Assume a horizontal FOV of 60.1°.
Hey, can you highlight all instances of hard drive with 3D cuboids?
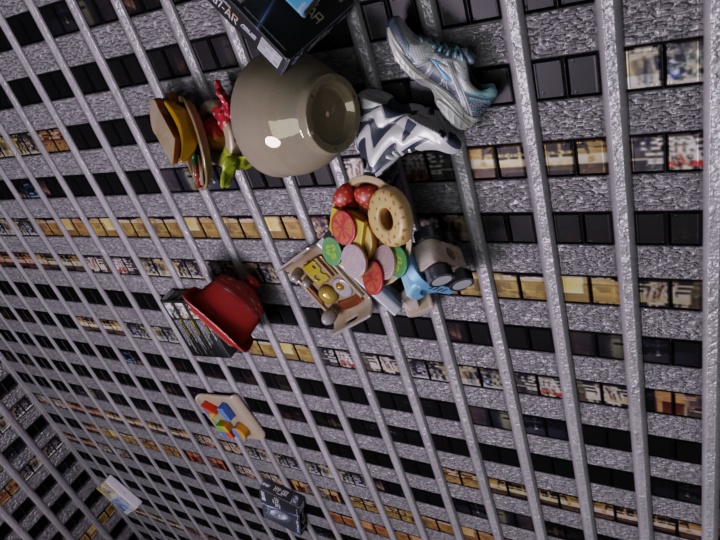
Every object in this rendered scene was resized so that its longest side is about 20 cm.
[{"bbox_3d":[0.000,0.000,1.222,0.200,0.132,0.026,42,99,-5],"label":"hard drive"}]

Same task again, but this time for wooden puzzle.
[{"bbox_3d":[-0.414,0.464,1.945,0.199,0.046,0.186,-10,120,38],"label":"wooden puzzle"}]

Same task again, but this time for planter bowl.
[{"bbox_3d":[-0.086,-0.247,0.986,0.134,0.200,0.202,11,132,42],"label":"planter bowl"}]

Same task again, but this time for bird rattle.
[{"bbox_3d":[-0.267,-0.263,1.191,0.162,0.112,0.202,22,135,39],"label":"bird rattle"}]

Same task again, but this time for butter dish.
[{"bbox_3d":[-0.296,0.074,1.471,0.199,0.148,0.200,43,179,-6],"label":"butter dish"}]

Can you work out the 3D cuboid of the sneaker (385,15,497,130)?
[{"bbox_3d":[0.123,-0.308,0.920,0.200,0.078,0.086,42,126,-15],"label":"sneaker"}]

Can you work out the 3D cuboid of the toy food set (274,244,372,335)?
[{"bbox_3d":[-0.082,0.045,1.355,0.200,0.061,0.143,47,137,-11],"label":"toy food set"}]

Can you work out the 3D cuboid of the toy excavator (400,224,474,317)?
[{"bbox_3d":[0.116,0.018,1.151,0.199,0.193,0.101,-33,61,34],"label":"toy excavator"}]

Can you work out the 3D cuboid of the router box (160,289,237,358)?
[{"bbox_3d":[-0.431,0.145,1.678,0.148,0.051,0.201,-1,125,32],"label":"router box"}]

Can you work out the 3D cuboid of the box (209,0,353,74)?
[{"bbox_3d":[-0.131,-0.412,0.909,0.200,0.160,0.043,45,156,-7],"label":"box"}]

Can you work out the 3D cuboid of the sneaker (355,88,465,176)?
[{"bbox_3d":[0.070,-0.201,1.018,0.198,0.080,0.131,24,129,15],"label":"sneaker"}]

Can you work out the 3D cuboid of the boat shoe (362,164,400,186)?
[{"bbox_3d":[0.025,-0.114,1.145,0.067,0.072,0.201,29,130,11],"label":"boat shoe"}]

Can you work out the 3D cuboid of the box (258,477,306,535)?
[{"bbox_3d":[-0.266,0.817,2.151,0.159,0.044,0.201,19,134,19],"label":"box"}]

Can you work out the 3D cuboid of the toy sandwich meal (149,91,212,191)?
[{"bbox_3d":[-0.352,-0.250,1.221,0.205,0.070,0.207,47,146,46],"label":"toy sandwich meal"}]

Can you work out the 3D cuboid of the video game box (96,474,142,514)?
[{"bbox_3d":[-1.142,1.062,2.943,0.200,0.047,0.182,43,135,-6],"label":"video game box"}]

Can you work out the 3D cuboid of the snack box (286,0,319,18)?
[{"bbox_3d":[-0.053,-0.462,0.841,0.116,0.037,0.200,43,101,-7],"label":"snack box"}]

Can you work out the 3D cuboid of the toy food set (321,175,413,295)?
[{"bbox_3d":[0.013,-0.062,1.073,0.199,0.048,0.200,27,121,37],"label":"toy food set"}]
